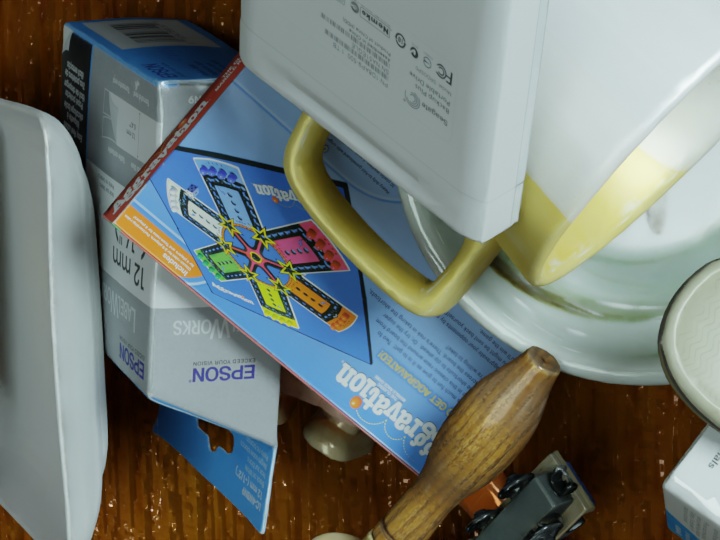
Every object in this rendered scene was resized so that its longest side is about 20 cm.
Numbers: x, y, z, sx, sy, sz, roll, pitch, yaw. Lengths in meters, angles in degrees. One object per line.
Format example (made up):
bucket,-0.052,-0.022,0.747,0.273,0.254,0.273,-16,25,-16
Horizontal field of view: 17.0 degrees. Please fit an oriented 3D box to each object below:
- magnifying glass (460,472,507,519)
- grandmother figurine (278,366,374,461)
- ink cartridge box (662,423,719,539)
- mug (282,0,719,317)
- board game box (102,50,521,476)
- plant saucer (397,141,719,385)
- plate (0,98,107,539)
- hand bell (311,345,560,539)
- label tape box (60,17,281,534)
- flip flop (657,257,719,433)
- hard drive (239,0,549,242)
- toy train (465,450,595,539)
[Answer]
magnifying glass,0.112,0.165,1.068,0.200,0.022,0.080,48,118,6
grandmother figurine,0.012,-0.018,1.054,0.121,0.061,0.200,26,112,-11
ink cartridge box,0.220,0.119,0.925,0.200,0.145,0.085,38,85,14
mug,0.052,-0.087,0.889,0.187,0.149,0.153,-44,80,-5
board game box,0.000,0.000,0.998,0.200,0.019,0.103,41,87,-25
plant saucer,0.114,-0.055,0.978,0.200,0.050,0.200,1,94,8
plate,-0.153,0.014,1.099,0.200,0.032,0.200,-155,61,-65
hand bell,0.018,0.106,0.998,0.104,0.104,0.200,42,118,11
label tape box,-0.086,0.000,1.056,0.143,0.066,0.200,-145,58,-62
flip flop,0.200,0.050,0.839,0.200,0.058,0.081,30,81,13
hard drive,0.011,-0.120,0.797,0.132,0.027,0.200,40,144,31
toy train,0.045,0.142,1.060,0.034,0.046,0.200,59,135,21
